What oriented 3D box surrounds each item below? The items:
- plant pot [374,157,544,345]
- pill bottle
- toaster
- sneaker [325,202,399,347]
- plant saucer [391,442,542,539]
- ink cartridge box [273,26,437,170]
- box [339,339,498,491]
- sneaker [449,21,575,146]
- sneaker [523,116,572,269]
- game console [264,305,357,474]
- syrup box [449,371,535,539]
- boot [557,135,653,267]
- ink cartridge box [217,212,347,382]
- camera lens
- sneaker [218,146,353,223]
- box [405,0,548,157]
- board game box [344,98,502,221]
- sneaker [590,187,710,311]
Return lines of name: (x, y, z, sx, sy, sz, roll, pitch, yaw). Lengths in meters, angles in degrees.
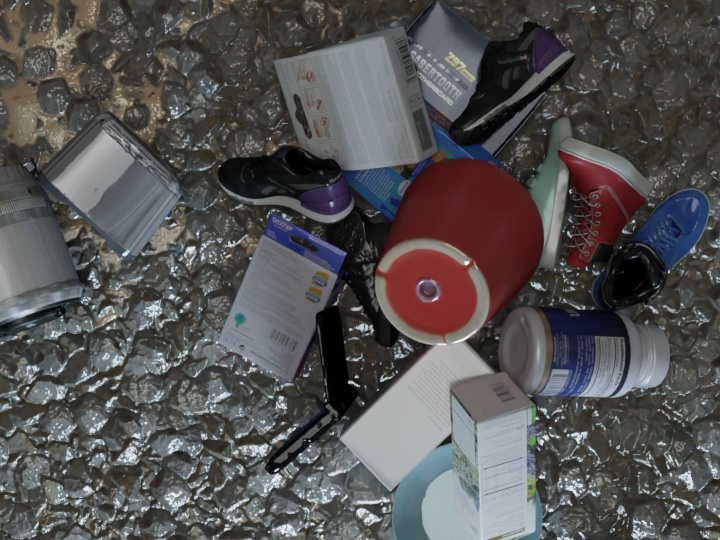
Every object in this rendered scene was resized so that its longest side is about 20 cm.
plant pot: (0.110, -0.013, 1.315, 0.199, 0.177, 0.201, 10, 120, 18)
pill bottle: (0.286, 0.105, 1.371, 0.199, 0.111, 0.112, 4, 92, -19)
toaster: (-0.331, -0.120, 1.429, 0.200, 0.114, 0.129, 43, 90, -13)
sneaker: (-0.001, 0.001, 1.442, 0.104, 0.060, 0.201, 2, 100, 19)
plant saucer: (0.142, 0.327, 1.444, 0.200, 0.039, 0.202, 0, 91, 6)
ink cartridge box: (-0.008, -0.210, 1.367, 0.199, 0.047, 0.161, 0, 114, 45)
box: (0.079, 0.172, 1.403, 0.200, 0.124, 0.098, -44, 88, 4)
sneaker: (0.171, -0.237, 1.360, 0.200, 0.076, 0.088, -39, 82, -20)
sneaker: (0.214, -0.109, 1.414, 0.118, 0.074, 0.202, 10, 86, 15)
game console: (-0.070, 0.148, 1.379, 0.176, 0.200, 0.117, -41, 87, 5)
syrup box: (0.164, 0.236, 1.332, 0.081, 0.079, 0.201, -15, 120, -15)
boot: (0.285, -0.079, 1.356, 0.072, 0.200, 0.145, 33, 96, 40)
ink cartridge box: (-0.100, 0.034, 1.431, 0.119, 0.042, 0.201, 28, 110, 11)
camera lens: (-0.471, -0.020, 1.430, 0.159, 0.160, 0.201, -21, 89, 5)
sneaker: (-0.101, -0.132, 1.399, 0.199, 0.088, 0.076, 14, 52, 26)
box: (0.124, -0.236, 1.429, 0.200, 0.051, 0.158, 42, 93, 2)
board game box: (0.061, -0.143, 1.406, 0.200, 0.045, 0.152, 40, 125, 3)
sneaker: (0.379, -0.025, 1.380, 0.200, 0.111, 0.077, -44, 88, 4)
